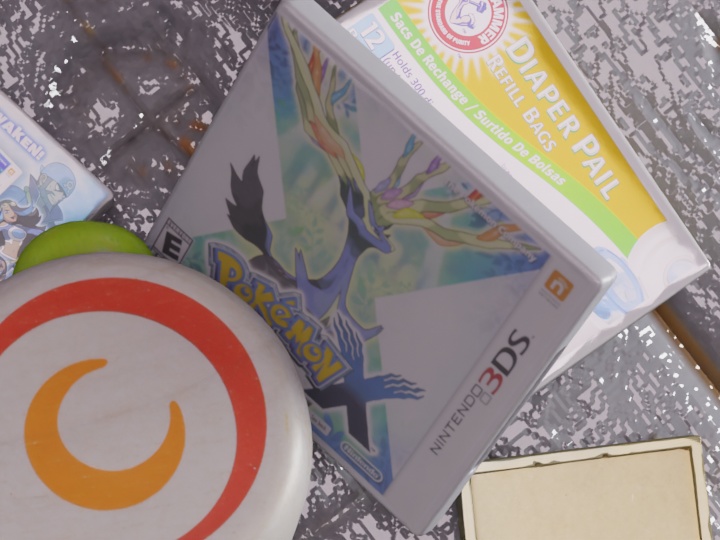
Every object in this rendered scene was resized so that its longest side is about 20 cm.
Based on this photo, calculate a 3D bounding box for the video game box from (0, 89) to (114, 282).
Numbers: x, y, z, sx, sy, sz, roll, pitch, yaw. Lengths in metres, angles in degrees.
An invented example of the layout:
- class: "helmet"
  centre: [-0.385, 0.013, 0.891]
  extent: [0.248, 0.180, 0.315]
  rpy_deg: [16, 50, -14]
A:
- class: "video game box"
  centre: [-0.252, -0.036, 1.268]
  extent: [0.200, 0.047, 0.182]
  rpy_deg: [43, 86, 0]

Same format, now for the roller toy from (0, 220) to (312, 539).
- class: "roller toy"
  centre: [-0.119, 0.098, 1.210]
  extent: [0.182, 0.140, 0.200]
  rpy_deg: [33, 65, 6]

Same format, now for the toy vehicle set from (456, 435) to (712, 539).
- class: "toy vehicle set"
  centre: [0.118, 0.188, 1.286]
  extent: [0.123, 0.027, 0.201]
  rpy_deg: [-5, 86, -4]

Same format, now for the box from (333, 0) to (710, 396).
- class: "box"
  centre: [0.064, -0.050, 1.262]
  extent: [0.112, 0.101, 0.200]
  rpy_deg: [-35, 89, -5]

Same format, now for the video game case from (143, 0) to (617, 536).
- class: "video game case"
  centre: [0.000, 0.000, 1.219]
  extent: [0.200, 0.022, 0.183]
  rpy_deg: [42, 127, 12]
